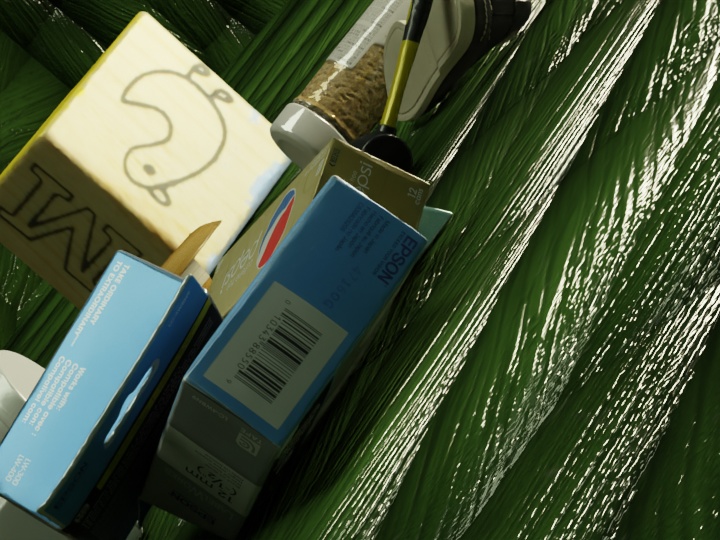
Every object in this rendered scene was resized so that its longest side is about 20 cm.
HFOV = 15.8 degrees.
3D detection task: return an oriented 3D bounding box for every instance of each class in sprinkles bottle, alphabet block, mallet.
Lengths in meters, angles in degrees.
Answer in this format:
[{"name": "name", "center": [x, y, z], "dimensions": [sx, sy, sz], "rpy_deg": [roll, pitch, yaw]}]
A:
[{"name": "sprinkles bottle", "center": [0.012, -0.165, 2.048], "dimensions": [0.200, 0.068, 0.068], "rpy_deg": [-52, 9, -12]}, {"name": "alphabet block", "center": [-0.213, -0.083, 2.421], "dimensions": [0.196, 0.200, 0.196], "rpy_deg": [-39, 14, 52]}, {"name": "mallet", "center": [0.029, -0.146, 1.757], "dimensions": [0.066, 0.041, 0.201], "rpy_deg": [153, 133, -72]}]

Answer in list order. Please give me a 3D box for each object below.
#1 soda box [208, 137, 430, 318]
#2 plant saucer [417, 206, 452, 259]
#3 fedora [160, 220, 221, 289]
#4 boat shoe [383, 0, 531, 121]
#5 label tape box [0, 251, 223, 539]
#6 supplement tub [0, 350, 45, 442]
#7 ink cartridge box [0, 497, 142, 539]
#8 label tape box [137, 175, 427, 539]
[{"name": "soda box", "center": [-0.033, 0.001, 1.479], "dimensions": [0.200, 0.064, 0.068], "rpy_deg": [-42, 27, 60]}, {"name": "plant saucer", "center": [0.000, 0.000, 1.566], "dimensions": [0.070, 0.019, 0.200], "rpy_deg": [-53, 10, -15]}, {"name": "fedora", "center": [-0.136, 0.054, 1.827], "dimensions": [0.201, 0.082, 0.201], "rpy_deg": [-50, 3, 3]}, {"name": "boat shoe", "center": [0.066, -0.156, 1.838], "dimensions": [0.062, 0.073, 0.200], "rpy_deg": [-7, -12, -18]}, {"name": "label tape box", "center": [-0.136, 0.069, 1.382], "dimensions": [0.144, 0.066, 0.200], "rpy_deg": [-59, -11, -9]}, {"name": "supplement tub", "center": [-0.282, 0.173, 1.901], "dimensions": [0.200, 0.132, 0.132], "rpy_deg": [-50, 8, 6]}, {"name": "ink cartridge box", "center": [-0.225, 0.190, 1.678], "dimensions": [0.146, 0.084, 0.200], "rpy_deg": [-52, 9, -8]}, {"name": "label tape box", "center": [-0.046, 0.060, 1.352], "dimensions": [0.144, 0.066, 0.200], "rpy_deg": [-55, -6, -28]}]
